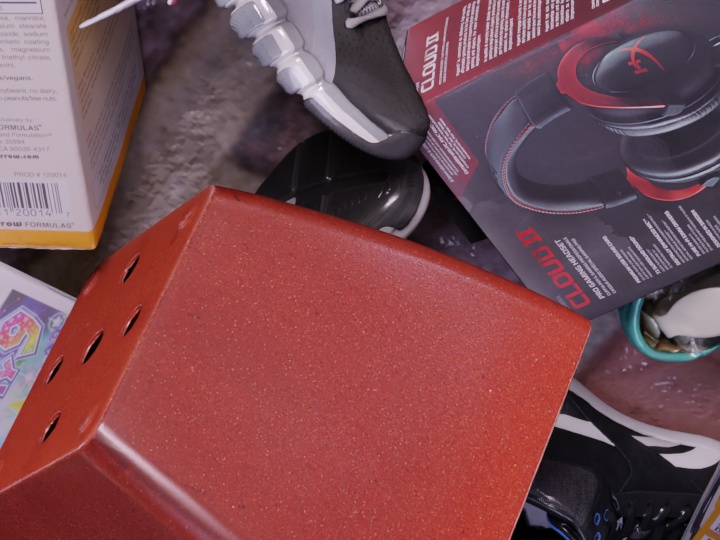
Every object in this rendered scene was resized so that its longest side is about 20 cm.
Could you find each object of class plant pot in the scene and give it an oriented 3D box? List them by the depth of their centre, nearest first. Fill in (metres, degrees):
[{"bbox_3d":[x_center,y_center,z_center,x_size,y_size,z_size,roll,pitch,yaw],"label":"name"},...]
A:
[{"bbox_3d":[-0.048,0.078,1.063,0.176,0.201,0.199,35,149,-17],"label":"plant pot"}]

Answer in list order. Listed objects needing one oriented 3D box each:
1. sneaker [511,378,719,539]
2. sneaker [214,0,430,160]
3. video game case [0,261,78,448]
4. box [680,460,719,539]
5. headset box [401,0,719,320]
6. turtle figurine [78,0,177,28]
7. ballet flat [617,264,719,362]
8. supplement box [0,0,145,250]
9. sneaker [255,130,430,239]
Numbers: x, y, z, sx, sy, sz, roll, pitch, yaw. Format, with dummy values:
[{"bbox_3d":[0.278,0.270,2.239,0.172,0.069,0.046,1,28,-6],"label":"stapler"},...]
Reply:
[{"bbox_3d":[0.134,0.131,1.243,0.199,0.112,0.073,27,131,-14],"label":"sneaker"},{"bbox_3d":[-0.013,-0.151,1.026,0.115,0.075,0.200,-40,95,16],"label":"sneaker"},{"bbox_3d":[-0.157,0.082,1.148,0.144,0.018,0.200,-58,143,2],"label":"video game case"},{"bbox_3d":[0.194,0.091,1.158,0.041,0.120,0.200,27,161,5],"label":"box"},{"bbox_3d":[0.121,-0.071,1.101,0.199,0.075,0.149,-24,123,25],"label":"headset box"},{"bbox_3d":[-0.065,-0.190,0.954,0.200,0.101,0.150,-41,95,-10],"label":"turtle figurine"},{"bbox_3d":[0.207,-0.010,1.143,0.199,0.071,0.067,-31,115,27],"label":"ballet flat"},{"bbox_3d":[-0.150,-0.125,1.058,0.073,0.127,0.201,2,129,8],"label":"supplement box"},{"bbox_3d":[0.000,0.000,1.171,0.115,0.076,0.200,23,151,-25],"label":"sneaker"}]
